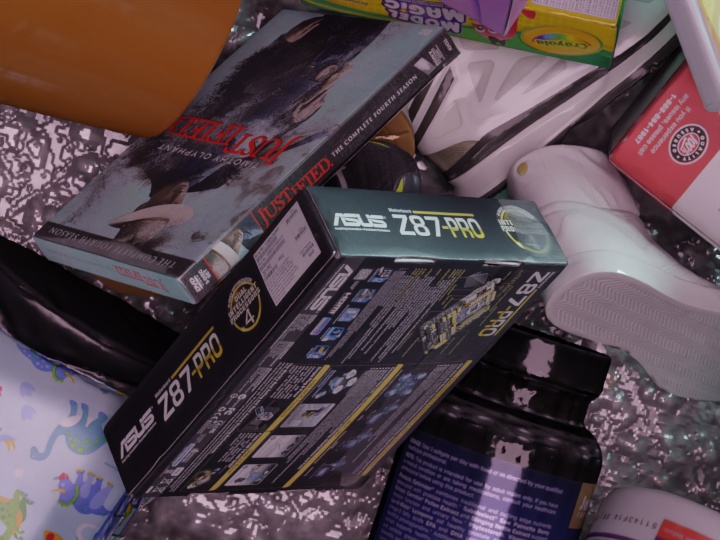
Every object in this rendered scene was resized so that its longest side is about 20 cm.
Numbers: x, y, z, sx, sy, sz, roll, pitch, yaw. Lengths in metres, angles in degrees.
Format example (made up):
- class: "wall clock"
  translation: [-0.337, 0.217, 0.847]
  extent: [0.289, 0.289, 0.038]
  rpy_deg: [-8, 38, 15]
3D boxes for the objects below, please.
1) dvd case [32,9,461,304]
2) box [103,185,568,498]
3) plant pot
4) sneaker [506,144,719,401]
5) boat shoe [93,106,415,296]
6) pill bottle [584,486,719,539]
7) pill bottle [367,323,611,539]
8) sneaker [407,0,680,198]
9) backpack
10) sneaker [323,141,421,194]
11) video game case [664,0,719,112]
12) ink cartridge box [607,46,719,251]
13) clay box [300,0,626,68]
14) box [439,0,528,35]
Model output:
- class: "dvd case"
  translation: [-0.060, -0.065, 1.133]
  extent: [0.200, 0.146, 0.022]
  rpy_deg: [-45, 123, -22]
- class: "box"
  translation: [-0.013, 0.040, 1.103]
  extent: [0.161, 0.200, 0.049]
  rpy_deg: [3, 49, -41]
- class: "plant pot"
  translation: [-0.164, -0.162, 1.133]
  extent: [0.183, 0.200, 0.201]
  rpy_deg: [26, 91, -22]
- class: "sneaker"
  translation: [0.158, -0.005, 1.211]
  extent: [0.074, 0.116, 0.200]
  rpy_deg: [-36, 139, 24]
- class: "boat shoe"
  translation: [-0.060, -0.049, 1.203]
  extent: [0.199, 0.069, 0.071]
  rpy_deg: [-23, 119, 14]
- class: "pill bottle"
  translation: [0.141, 0.225, 1.149]
  extent: [0.111, 0.111, 0.200]
  rpy_deg: [29, 74, -6]
- class: "pill bottle"
  translation: [0.067, 0.130, 1.199]
  extent: [0.111, 0.112, 0.201]
  rpy_deg: [18, 92, -6]
- class: "sneaker"
  translation: [0.100, -0.139, 1.205]
  extent: [0.200, 0.076, 0.115]
  rpy_deg: [-40, 98, 0]
- class: "backpack"
  translation: [-0.190, 0.107, 1.170]
  extent: [0.163, 0.154, 0.200]
  rpy_deg: [33, 102, -13]
- class: "sneaker"
  translation: [0.000, 0.000, 1.169]
  extent: [0.081, 0.200, 0.074]
  rpy_deg: [-6, 58, -23]
- class: "video game case"
  translation: [0.210, -0.203, 1.089]
  extent: [0.182, 0.023, 0.201]
  rpy_deg: [-25, 98, -25]
- class: "ink cartridge box"
  translation: [0.255, -0.061, 1.181]
  extent: [0.200, 0.083, 0.147]
  rpy_deg: [38, 105, -3]
- class: "clay box"
  translation: [0.050, -0.186, 1.177]
  extent: [0.199, 0.048, 0.115]
  rpy_deg: [13, 65, 8]
- class: "box"
  translation: [0.038, -0.253, 1.120]
  extent: [0.200, 0.097, 0.176]
  rpy_deg: [30, 71, 10]
